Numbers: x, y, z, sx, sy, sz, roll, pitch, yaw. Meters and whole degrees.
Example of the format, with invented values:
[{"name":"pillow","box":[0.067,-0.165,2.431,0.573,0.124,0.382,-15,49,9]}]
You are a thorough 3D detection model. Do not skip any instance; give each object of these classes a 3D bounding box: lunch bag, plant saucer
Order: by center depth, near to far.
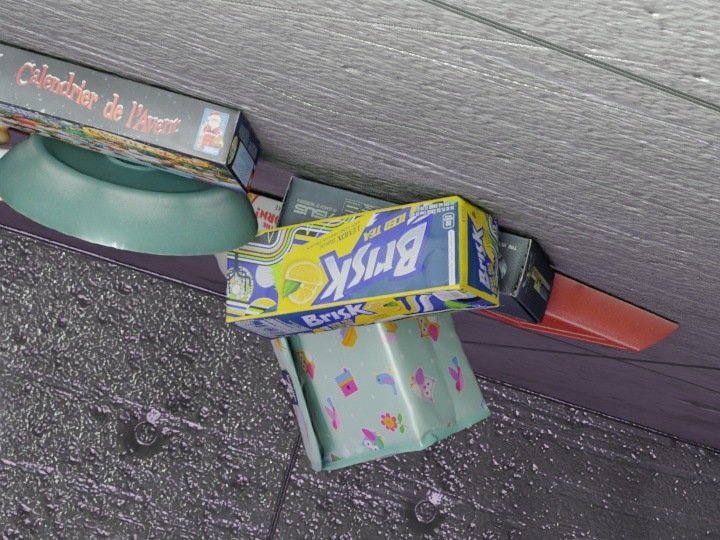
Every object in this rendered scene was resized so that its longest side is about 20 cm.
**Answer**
[{"name":"plant saucer","box":[-0.168,-0.067,1.273,0.199,0.036,0.200,13,-160,-5]},{"name":"lunch bag","box":[-0.006,0.088,1.588,0.200,0.171,0.122,-18,-178,45]},{"name":"plant saucer","box":[0.155,0.028,1.593,0.199,0.037,0.200,21,174,-41]}]

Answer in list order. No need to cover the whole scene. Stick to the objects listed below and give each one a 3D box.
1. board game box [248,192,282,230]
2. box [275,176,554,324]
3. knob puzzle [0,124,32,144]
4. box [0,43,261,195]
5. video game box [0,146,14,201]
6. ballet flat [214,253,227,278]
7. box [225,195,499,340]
[{"name":"board game box","box":[-0.113,-0.045,1.601,0.199,0.047,0.152,16,175,4]},{"name":"box","box":[0.047,-0.014,1.389,0.199,0.051,0.158,15,174,14]},{"name":"knob puzzle","box":[-0.322,-0.132,1.432,0.219,0.031,0.220,17,175,1]},{"name":"box","box":[-0.173,-0.105,1.186,0.199,0.038,0.137,16,176,4]},{"name":"video game box","box":[-0.283,-0.081,1.450,0.181,0.047,0.200,-1,-175,-22]},{"name":"ballet flat","box":[-0.094,-0.015,1.747,0.199,0.069,0.068,17,175,-6]},{"name":"box","box":[0.000,0.000,1.268,0.199,0.070,0.064,-9,163,30]}]
